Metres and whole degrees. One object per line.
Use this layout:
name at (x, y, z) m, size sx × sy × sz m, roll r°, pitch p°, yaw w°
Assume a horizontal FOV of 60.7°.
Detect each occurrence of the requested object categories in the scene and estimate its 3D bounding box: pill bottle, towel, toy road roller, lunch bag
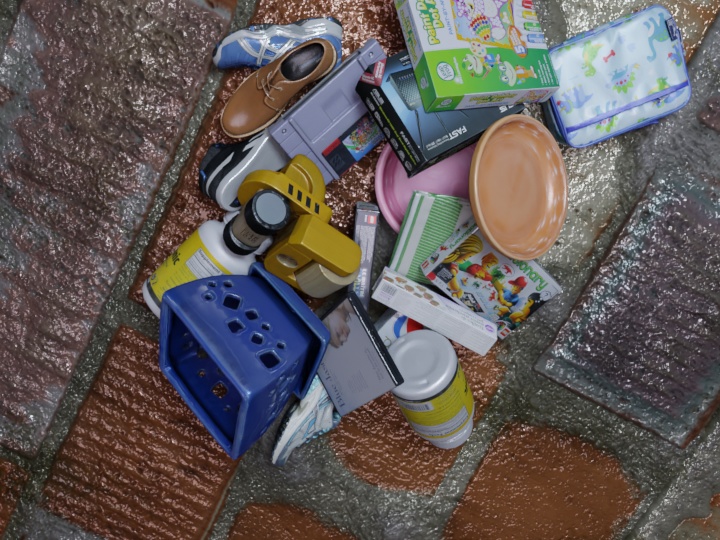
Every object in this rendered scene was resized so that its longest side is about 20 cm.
pill bottle at (-0.233, -0.006, 0.959) m, size 0.200 × 0.111 × 0.111 m, roll -42°, pitch 97°, yaw 9°
towel at (0.151, -0.040, 0.931) m, size 0.198 × 0.023 × 0.154 m, roll 8°, pitch 121°, yaw -17°
toy road roller at (-0.084, -0.070, 0.879) m, size 0.199 × 0.123 × 0.147 m, roll 35°, pitch 59°, yaw -18°
lunch bag at (0.366, -0.276, 0.898) m, size 0.198 × 0.083 × 0.162 m, roll -19°, pitch 103°, yaw 7°
pill bottle at (0.112, 0.192, 0.946) m, size 0.110 × 0.112 × 0.201 m, roll -20°, pitch 134°, yaw 6°

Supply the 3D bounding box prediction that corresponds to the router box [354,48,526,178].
router box at (0.113, -0.241, 0.862) m, size 0.199 × 0.062 × 0.151 m, roll -31°, pitch 87°, yaw -23°

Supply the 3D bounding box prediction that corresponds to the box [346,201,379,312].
box at (0.000, 0.000, 0.951) m, size 0.034 × 0.110 × 0.202 m, roll 6°, pitch 101°, yaw -1°

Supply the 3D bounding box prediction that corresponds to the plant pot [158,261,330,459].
plant pot at (-0.166, 0.119, 0.906) m, size 0.200 × 0.179 × 0.201 m, roll 45°, pitch 141°, yaw 19°

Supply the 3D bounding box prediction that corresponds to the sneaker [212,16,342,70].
sneaker at (-0.121, -0.318, 0.907) m, size 0.198 × 0.076 × 0.078 m, roll -7°, pitch 97°, yaw 5°

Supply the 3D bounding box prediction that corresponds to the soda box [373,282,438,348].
soda box at (0.054, 0.108, 0.996) m, size 0.068 × 0.064 × 0.200 m, roll 42°, pitch 101°, yaw -8°

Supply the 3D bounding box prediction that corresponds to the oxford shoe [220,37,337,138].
oxford shoe at (-0.123, -0.259, 0.858) m, size 0.199 × 0.071 × 0.072 m, roll -37°, pitch 97°, yaw 12°

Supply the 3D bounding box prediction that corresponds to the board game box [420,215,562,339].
board game box at (0.202, 0.010, 0.940) m, size 0.199 × 0.035 × 0.126 m, roll 37°, pitch 109°, yaw -30°

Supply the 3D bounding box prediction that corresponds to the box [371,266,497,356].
box at (0.112, 0.062, 0.927) m, size 0.199 × 0.039 × 0.042 m, roll 27°, pitch 121°, yaw -6°

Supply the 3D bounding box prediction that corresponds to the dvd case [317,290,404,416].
dvd case at (-0.021, 0.129, 0.905) m, size 0.017 × 0.200 × 0.143 m, roll -23°, pitch 78°, yaw -33°

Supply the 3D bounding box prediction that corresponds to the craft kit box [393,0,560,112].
craft kit box at (0.155, -0.323, 0.842) m, size 0.196 × 0.049 × 0.202 m, roll -11°, pitch 79°, yaw -18°

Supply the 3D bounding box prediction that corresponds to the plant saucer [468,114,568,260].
plant saucer at (0.218, -0.115, 0.865) m, size 0.199 × 0.037 × 0.203 m, roll 0°, pitch 89°, yaw -36°

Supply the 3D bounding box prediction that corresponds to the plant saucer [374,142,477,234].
plant saucer at (0.121, -0.137, 0.949) m, size 0.198 × 0.051 × 0.203 m, roll 0°, pitch 101°, yaw 1°

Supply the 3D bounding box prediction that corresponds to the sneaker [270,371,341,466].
sneaker at (-0.080, 0.252, 1.025) m, size 0.086 × 0.078 × 0.201 m, roll 29°, pitch 101°, yaw -7°

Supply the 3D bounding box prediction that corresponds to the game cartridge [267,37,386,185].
game cartridge at (-0.023, -0.224, 0.906) m, size 0.200 × 0.038 × 0.130 m, roll -41°, pitch 126°, yaw 2°

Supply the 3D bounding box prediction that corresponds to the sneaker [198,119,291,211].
sneaker at (-0.169, -0.187, 0.940) m, size 0.200 × 0.112 × 0.073 m, roll -45°, pitch 142°, yaw -17°
